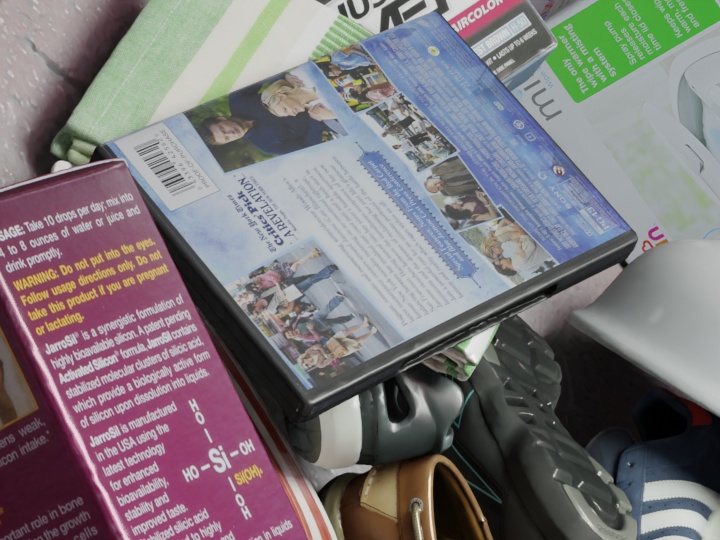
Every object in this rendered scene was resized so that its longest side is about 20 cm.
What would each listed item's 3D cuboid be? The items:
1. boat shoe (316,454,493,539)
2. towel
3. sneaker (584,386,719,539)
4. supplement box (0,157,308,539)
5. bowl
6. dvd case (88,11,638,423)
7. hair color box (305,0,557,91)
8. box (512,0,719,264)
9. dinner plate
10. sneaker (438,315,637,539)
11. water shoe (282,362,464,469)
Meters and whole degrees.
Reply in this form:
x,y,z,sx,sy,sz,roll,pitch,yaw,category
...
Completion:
x,y,z,sx,sy,sz,roll,pitch,yaw,category
0.049,0.171,1.222,0.076,0.074,0.201,-27,89,-58,boat shoe
-0.015,-0.049,1.230,0.199,0.023,0.153,29,47,2,towel
0.129,0.129,1.382,0.084,0.075,0.200,39,38,0,sneaker
-0.112,0.082,1.012,0.103,0.130,0.201,-21,85,-58,supplement box
0.209,0.038,1.434,0.200,0.091,0.201,30,2,-1,bowl
0.004,-0.027,1.190,0.199,0.018,0.143,-25,66,-38,dvd case
-0.010,-0.152,1.328,0.099,0.061,0.201,-34,85,-18,hair color box
0.197,-0.092,1.534,0.200,0.176,0.097,54,33,-13,box
-0.070,0.044,1.142,0.201,0.024,0.200,54,5,-7,dinner plate
0.055,0.077,1.311,0.075,0.079,0.200,29,24,-34,sneaker
0.000,0.000,1.258,0.078,0.072,0.201,0,56,-11,water shoe
